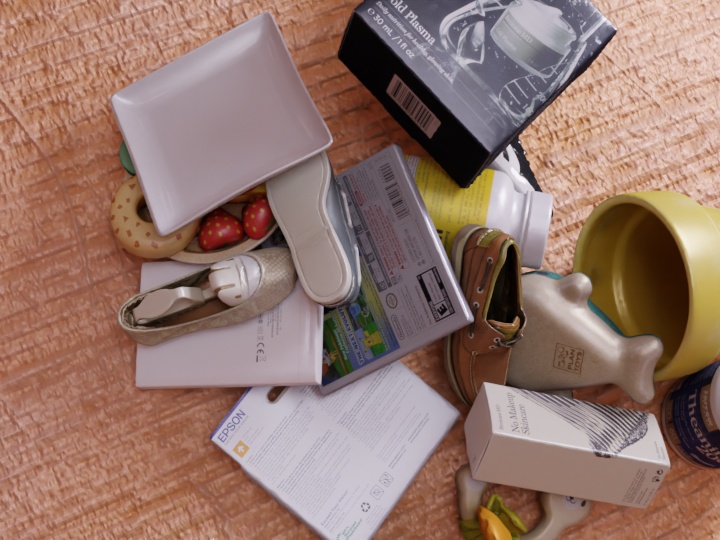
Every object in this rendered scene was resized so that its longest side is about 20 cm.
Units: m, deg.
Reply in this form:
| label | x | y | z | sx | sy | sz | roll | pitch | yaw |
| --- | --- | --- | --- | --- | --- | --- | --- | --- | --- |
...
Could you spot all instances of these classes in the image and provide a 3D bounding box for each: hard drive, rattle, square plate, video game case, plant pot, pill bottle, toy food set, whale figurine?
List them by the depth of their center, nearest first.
| label | x | y | z | sx | sy | sz | roll | pitch | yaw |
| --- | --- | --- | --- | --- | --- | --- | --- | --- | --- |
| square plate | -0.145 | -0.150 | 1.311 | 0.198 | 0.029 | 0.200 | -27 | 58 | 2 |
| video game case | 0.000 | 0.000 | 1.319 | 0.181 | 0.022 | 0.202 | -27 | 77 | 17 |
| hard drive | -0.136 | 0.054 | 1.322 | 0.197 | 0.027 | 0.134 | -3 | 76 | 14 |
| rattle | 0.205 | 0.233 | 1.327 | 0.197 | 0.143 | 0.132 | -6 | 71 | -9 |
| toy food set | -0.164 | -0.103 | 1.346 | 0.196 | 0.049 | 0.201 | 2 | 68 | 10 |
| pill bottle | 0.408 | 0.146 | 1.356 | 0.109 | 0.200 | 0.113 | 3 | 74 | -10 |
| whale figurine | 0.231 | 0.072 | 1.366 | 0.197 | 0.104 | 0.162 | 16 | 115 | 25 |
| pill bottle | 0.104 | -0.059 | 1.379 | 0.197 | 0.111 | 0.113 | 10 | 73 | 5 |
| plant pot | 0.365 | 0.010 | 1.397 | 0.186 | 0.200 | 0.204 | -7 | 76 | -27 |

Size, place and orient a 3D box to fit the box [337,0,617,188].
| label | x | y | z | sx | sy | sz | roll | pitch | yaw |
| --- | --- | --- | --- | --- | --- | --- | --- | --- | --- |
| box | 0.116 | -0.232 | 1.303 | 0.200 | 0.124 | 0.196 | 45 | 73 | 3 |

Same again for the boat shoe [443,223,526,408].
| label | x | y | z | sx | sy | sz | roll | pitch | yaw |
| --- | --- | --- | --- | --- | --- | --- | --- | --- | --- |
| boat shoe | 0.131 | 0.056 | 1.307 | 0.071 | 0.068 | 0.203 | -21 | 115 | -36 |

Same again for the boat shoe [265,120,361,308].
| label | x | y | z | sx | sy | sz | roll | pitch | yaw |
| --- | --- | --- | --- | --- | --- | --- | --- | --- | --- |
| boat shoe | -0.044 | -0.055 | 1.293 | 0.072 | 0.062 | 0.203 | -22 | 68 | 17 |

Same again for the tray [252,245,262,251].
| label | x | y | z | sx | sy | sz | roll | pitch | yaw |
| --- | --- | --- | --- | --- | --- | --- | --- | --- | --- |
| tray | -0.113 | -0.045 | 1.391 | 0.097 | 0.037 | 0.203 | -1 | 75 | -11 |

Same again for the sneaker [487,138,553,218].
| label | x | y | z | sx | sy | sz | roll | pitch | yaw |
| --- | --- | --- | --- | --- | --- | --- | --- | --- | --- |
| sneaker | 0.171 | -0.150 | 1.455 | 0.200 | 0.073 | 0.112 | 46 | 69 | 2 |

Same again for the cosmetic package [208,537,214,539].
| label | x | y | z | sx | sy | sz | roll | pitch | yaw |
| --- | --- | --- | --- | --- | --- | --- | --- | --- | --- |
| cosmetic package | -0.149 | 0.379 | 1.254 | 0.102 | 0.073 | 0.202 | -23 | 81 | -15 |

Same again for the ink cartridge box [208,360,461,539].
| label | x | y | z | sx | sy | sz | roll | pitch | yaw |
| --- | --- | --- | --- | --- | --- | --- | --- | --- | --- |
| ink cartridge box | -0.026 | 0.167 | 1.350 | 0.199 | 0.043 | 0.197 | 39 | 74 | 3 |

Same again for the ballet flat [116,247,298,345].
| label | x | y | z | sx | sy | sz | roll | pitch | yaw |
| --- | --- | --- | --- | --- | --- | --- | --- | --- | --- |
| ballet flat | -0.155 | 0.027 | 1.286 | 0.198 | 0.062 | 0.068 | -23 | 70 | 8 |

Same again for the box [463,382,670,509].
| label | x | y | z | sx | sy | sz | roll | pitch | yaw |
| --- | --- | --- | --- | --- | --- | --- | --- | --- | --- |
| box | 0.212 | 0.181 | 1.315 | 0.197 | 0.069 | 0.083 | 11 | 36 | -13 |
